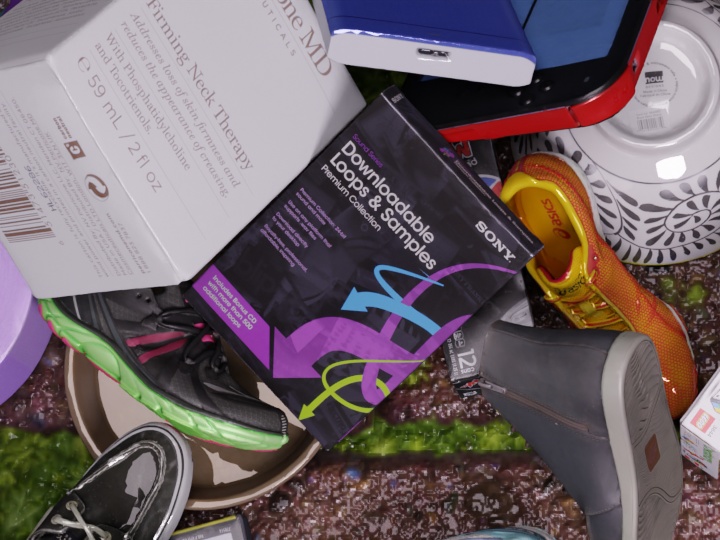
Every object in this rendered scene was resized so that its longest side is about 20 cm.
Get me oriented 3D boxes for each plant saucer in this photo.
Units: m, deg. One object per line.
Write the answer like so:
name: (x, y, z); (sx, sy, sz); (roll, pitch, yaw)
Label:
plant saucer: (-0.104, 0.065, 1.479); (0.198, 0.029, 0.202); (-2, 77, 8)

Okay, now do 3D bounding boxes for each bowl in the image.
bowl: (0.195, -0.111, 1.439); (0.199, 0.094, 0.202); (-2, 77, 9)

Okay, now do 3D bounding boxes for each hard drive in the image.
hard drive: (0.032, -0.183, 1.407); (0.131, 0.200, 0.026); (6, 120, -12)

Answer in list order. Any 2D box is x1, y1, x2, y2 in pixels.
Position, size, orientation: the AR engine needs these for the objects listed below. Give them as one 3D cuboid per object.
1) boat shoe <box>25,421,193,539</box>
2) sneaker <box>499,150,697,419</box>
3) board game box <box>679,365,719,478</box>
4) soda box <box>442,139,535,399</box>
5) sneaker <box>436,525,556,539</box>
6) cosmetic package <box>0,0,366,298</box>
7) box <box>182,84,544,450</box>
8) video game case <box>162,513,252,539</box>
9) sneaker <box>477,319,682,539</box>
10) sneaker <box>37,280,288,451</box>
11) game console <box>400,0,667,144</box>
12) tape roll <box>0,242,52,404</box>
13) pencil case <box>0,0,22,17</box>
boat shoe: (-0.182, 0.185, 1.418); (0.070, 0.064, 0.201); (34, 85, 13)
sneaker: (0.149, 0.018, 1.406); (0.073, 0.077, 0.201); (-33, 96, 31)
board game box: (0.274, 0.037, 1.377); (0.035, 0.126, 0.200); (36, 85, 14)
soda box: (0.073, -0.021, 1.448); (0.063, 0.071, 0.201); (-13, 76, 5)
sneaker: (0.034, 0.205, 1.397); (0.199, 0.086, 0.078); (-19, 75, 4)
cosmetic package: (-0.141, -0.109, 1.382); (0.200, 0.166, 0.168); (-46, 115, -35)
box: (0.000, 0.000, 1.388); (0.143, 0.036, 0.200); (46, 111, 1)
video game case: (-0.141, 0.282, 1.439); (0.179, 0.026, 0.201); (-15, 77, 5)
sneaker: (0.142, 0.113, 1.378); (0.106, 0.201, 0.075); (12, 39, 31)
sneaker: (-0.125, 0.050, 1.432); (0.199, 0.077, 0.084); (36, 89, 13)
game console: (0.115, -0.158, 1.415); (0.176, 0.031, 0.201); (-4, 41, 30)
tape roll: (-0.314, 0.010, 1.504); (0.198, 0.066, 0.202); (-2, 77, 8)
pencil case: (-0.184, -0.196, 1.519); (0.092, 0.085, 0.200); (36, 85, 33)
